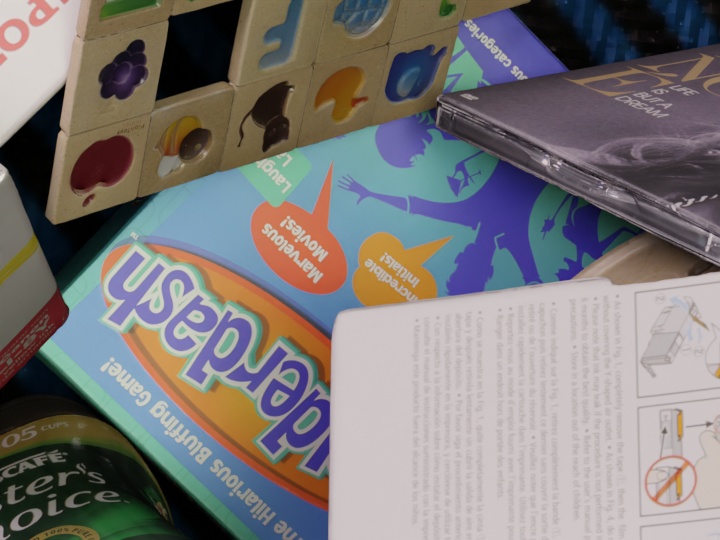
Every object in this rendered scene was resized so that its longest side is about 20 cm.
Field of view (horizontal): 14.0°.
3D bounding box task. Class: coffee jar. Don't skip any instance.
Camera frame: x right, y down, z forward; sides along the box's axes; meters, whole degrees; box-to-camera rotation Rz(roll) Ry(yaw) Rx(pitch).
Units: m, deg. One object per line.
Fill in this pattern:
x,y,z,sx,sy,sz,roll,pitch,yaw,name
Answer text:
-0.091,0.112,0.929,0.104,0.200,0.085,-30,117,-12,coffee jar

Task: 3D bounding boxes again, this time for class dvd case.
0.149,-0.047,0.980,0.200,0.149,0.016,-12,116,-34,dvd case

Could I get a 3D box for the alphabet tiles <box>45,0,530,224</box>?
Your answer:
-0.007,-0.108,0.916,0.200,0.008,0.167,-20,136,-39,alphabet tiles

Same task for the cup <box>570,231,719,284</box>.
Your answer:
0.125,0.065,0.971,0.200,0.200,0.143,-39,108,-10,cup

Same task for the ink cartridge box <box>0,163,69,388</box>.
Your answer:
-0.170,-0.027,0.883,0.083,0.200,0.145,-44,82,-9,ink cartridge box

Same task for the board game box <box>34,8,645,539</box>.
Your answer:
0.000,0.000,1.025,0.152,0.045,0.200,44,82,-12,board game box

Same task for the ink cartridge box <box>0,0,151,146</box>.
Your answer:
-0.144,-0.156,0.928,0.147,0.146,0.200,-45,103,-8,ink cartridge box

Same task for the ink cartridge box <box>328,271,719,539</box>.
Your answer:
0.076,0.098,0.853,0.173,0.044,0.200,-7,64,17,ink cartridge box
